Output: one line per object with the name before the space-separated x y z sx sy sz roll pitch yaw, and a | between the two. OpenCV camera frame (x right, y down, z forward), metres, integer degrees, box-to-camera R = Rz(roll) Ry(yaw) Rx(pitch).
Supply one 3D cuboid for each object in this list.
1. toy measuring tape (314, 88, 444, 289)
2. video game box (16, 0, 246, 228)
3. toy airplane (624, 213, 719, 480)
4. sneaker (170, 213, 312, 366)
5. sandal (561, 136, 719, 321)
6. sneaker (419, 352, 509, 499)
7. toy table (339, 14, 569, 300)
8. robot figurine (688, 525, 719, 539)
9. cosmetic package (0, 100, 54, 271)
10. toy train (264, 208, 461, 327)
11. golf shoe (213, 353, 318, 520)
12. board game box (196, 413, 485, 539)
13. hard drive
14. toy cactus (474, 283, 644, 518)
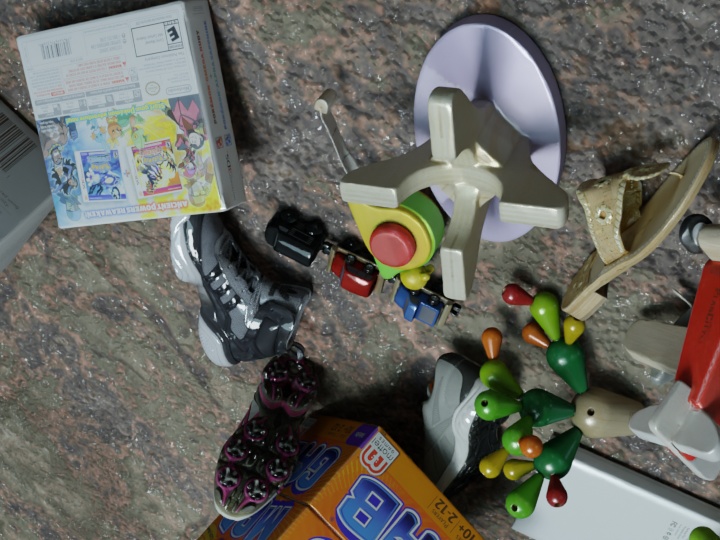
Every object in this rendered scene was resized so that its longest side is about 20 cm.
toy measuring tape | 0.025 -0.068 1.042 0.073 0.074 0.201 -5 122 31
video game box | -0.208 -0.137 1.092 0.199 0.047 0.184 -3 101 30
toy airplane | 0.295 0.066 0.923 0.140 0.201 0.199 19 131 -27
sneaker | -0.110 0.007 1.171 0.113 0.076 0.201 1 124 19
sandal | 0.198 -0.040 0.965 0.069 0.078 0.212 28 138 -2
sneaker | 0.093 0.156 1.185 0.079 0.074 0.201 41 141 28
toy table | 0.087 -0.086 0.963 0.183 0.117 0.201 -2 124 29
robot figurine | 0.374 0.275 1.057 0.174 0.116 0.200 15 136 -17
cosmetic package | -0.428 -0.063 1.218 0.167 0.167 0.200 43 133 -8
toy train | 0.000 0.000 1.120 0.199 0.046 0.034 25 132 8
golf shoe | -0.096 0.179 1.203 0.072 0.200 0.092 25 131 1
board game box | -0.017 0.288 1.195 0.200 0.200 0.200 48 162 -12
hard drive | 0.260 0.251 1.187 0.199 0.027 0.133 23 132 10
toy cactus | 0.181 0.118 1.068 0.164 0.202 0.102 8 164 -21
